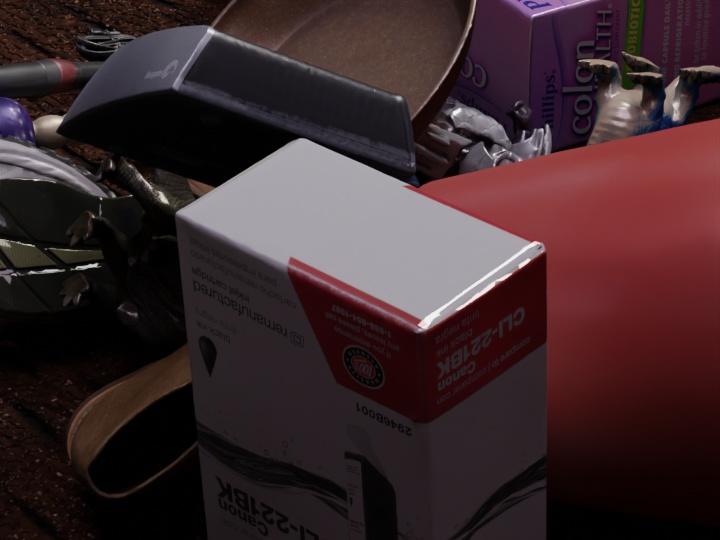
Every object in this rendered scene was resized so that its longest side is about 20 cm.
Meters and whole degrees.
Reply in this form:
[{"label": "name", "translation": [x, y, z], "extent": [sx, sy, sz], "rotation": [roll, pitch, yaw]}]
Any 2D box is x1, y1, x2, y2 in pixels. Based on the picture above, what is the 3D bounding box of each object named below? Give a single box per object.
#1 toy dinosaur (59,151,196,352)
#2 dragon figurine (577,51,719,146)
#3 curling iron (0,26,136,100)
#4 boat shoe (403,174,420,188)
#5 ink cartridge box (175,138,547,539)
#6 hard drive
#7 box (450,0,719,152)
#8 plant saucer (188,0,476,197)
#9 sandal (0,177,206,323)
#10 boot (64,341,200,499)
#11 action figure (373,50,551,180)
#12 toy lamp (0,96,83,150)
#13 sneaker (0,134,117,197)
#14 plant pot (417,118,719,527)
[{"label": "toy dinosaur", "translation": [-0.098, -0.001, 1.303], "extent": [0.077, 0.102, 0.200], "rotation": [-41, 38, 14]}, {"label": "dragon figurine", "translation": [0.160, -0.069, 1.448], "extent": [0.058, 0.100, 0.200], "rotation": [15, 15, 27]}, {"label": "curling iron", "translation": [-0.195, -0.118, 1.527], "extent": [0.049, 0.026, 0.200], "rotation": [23, 24, 26]}, {"label": "boat shoe", "translation": [0.000, 0.000, 1.324], "extent": [0.072, 0.073, 0.200], "rotation": [-36, -1, 21]}, {"label": "ink cartridge box", "translation": [0.003, 0.066, 1.099], "extent": [0.144, 0.201, 0.084], "rotation": [25, 43, 36]}, {"label": "hard drive", "translation": [-0.060, -0.071, 1.201], "extent": [0.134, 0.043, 0.200], "rotation": [18, -9, -19]}, {"label": "box", "translation": [0.136, -0.170, 1.578], "extent": [0.199, 0.097, 0.176], "rotation": [-19, 36, -26]}, {"label": "plant saucer", "translation": [-0.015, -0.106, 1.377], "extent": [0.199, 0.037, 0.201], "rotation": [-22, 43, 22]}, {"label": "sandal", "translation": [-0.143, -0.005, 1.355], "extent": [0.200, 0.057, 0.080], "rotation": [-3, 66, -35]}, {"label": "boot", "translation": [-0.049, 0.045, 1.189], "extent": [0.199, 0.074, 0.075], "rotation": [-37, 9, -4]}, {"label": "action figure", "translation": [0.042, -0.094, 1.452], "extent": [0.070, 0.130, 0.200], "rotation": [-51, 38, 6]}, {"label": "toy lamp", "translation": [-0.117, -0.093, 1.499], "extent": [0.198, 0.059, 0.058], "rotation": [-10, 32, -12]}, {"label": "sneaker", "translation": [-0.225, -0.039, 1.411], "extent": [0.199, 0.080, 0.074], "rotation": [13, -13, 0]}, {"label": "plant pot", "translation": [0.116, 0.026, 1.186], "extent": [0.176, 0.202, 0.201], "rotation": [-1, 30, 15]}]
